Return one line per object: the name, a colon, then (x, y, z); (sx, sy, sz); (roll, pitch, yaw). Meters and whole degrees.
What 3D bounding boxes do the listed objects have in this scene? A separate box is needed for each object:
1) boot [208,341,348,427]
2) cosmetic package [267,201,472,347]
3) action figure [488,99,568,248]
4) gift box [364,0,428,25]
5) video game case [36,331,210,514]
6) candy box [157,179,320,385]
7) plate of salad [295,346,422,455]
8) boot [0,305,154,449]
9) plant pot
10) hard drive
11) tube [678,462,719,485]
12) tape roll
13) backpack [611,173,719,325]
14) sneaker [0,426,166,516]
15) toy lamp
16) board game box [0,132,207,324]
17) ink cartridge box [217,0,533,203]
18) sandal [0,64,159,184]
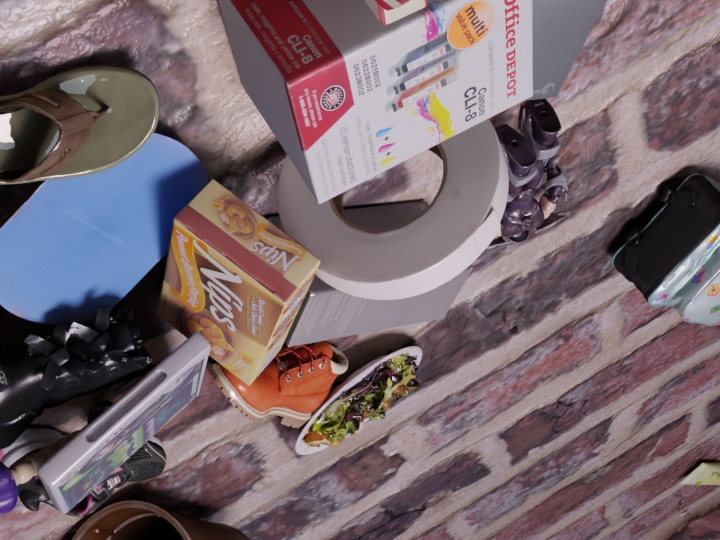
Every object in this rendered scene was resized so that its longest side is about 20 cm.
boot: (-0.087, 0.111, 1.242); (0.107, 0.075, 0.200); (-44, 155, 12)
cosmetic package: (0.000, 0.000, 1.128); (0.199, 0.107, 0.090); (-12, 144, -33)
action figure: (0.170, -0.091, 1.197); (0.130, 0.069, 0.200); (-30, 153, -18)
gift box: (0.032, -0.280, 0.692); (0.186, 0.200, 0.185); (-27, 143, -7)
video game case: (-0.218, 0.147, 1.049); (0.182, 0.023, 0.200); (-42, 174, -21)
candy box: (-0.113, 0.017, 0.990); (0.055, 0.115, 0.200); (-51, 175, -29)
plate of salad: (0.005, 0.169, 1.388); (0.200, 0.048, 0.200); (-35, 159, -16)
boot: (-0.276, 0.099, 1.008); (0.162, 0.074, 0.198); (-21, 169, -20)
plant pot: (-0.229, 0.388, 1.377); (0.200, 0.201, 0.198); (-40, 155, 11)
hard drive: (0.159, -0.238, 1.013); (0.139, 0.033, 0.200); (-11, 143, -32)
tube: (0.790, 0.456, 2.512); (0.200, 0.052, 0.058); (11, 88, -42)
tape roll: (0.027, -0.072, 0.961); (0.202, 0.203, 0.037); (-33, 149, 1)
backpack: (0.457, -0.022, 1.466); (0.200, 0.153, 0.176); (2, 130, -52)
sneaker: (-0.290, 0.222, 1.192); (0.200, 0.086, 0.080); (5, 134, -46)
toy lamp: (-0.311, 0.184, 1.090); (0.200, 0.058, 0.058); (-30, 159, -55)
board game box: (-0.225, -0.044, 0.934); (0.200, 0.039, 0.158); (-45, 146, 6)
ink cartridge box: (0.014, -0.181, 0.854); (0.200, 0.145, 0.145); (-28, 148, -9)
sandal: (-0.238, -0.095, 0.807); (0.200, 0.057, 0.080); (-16, 113, -23)
